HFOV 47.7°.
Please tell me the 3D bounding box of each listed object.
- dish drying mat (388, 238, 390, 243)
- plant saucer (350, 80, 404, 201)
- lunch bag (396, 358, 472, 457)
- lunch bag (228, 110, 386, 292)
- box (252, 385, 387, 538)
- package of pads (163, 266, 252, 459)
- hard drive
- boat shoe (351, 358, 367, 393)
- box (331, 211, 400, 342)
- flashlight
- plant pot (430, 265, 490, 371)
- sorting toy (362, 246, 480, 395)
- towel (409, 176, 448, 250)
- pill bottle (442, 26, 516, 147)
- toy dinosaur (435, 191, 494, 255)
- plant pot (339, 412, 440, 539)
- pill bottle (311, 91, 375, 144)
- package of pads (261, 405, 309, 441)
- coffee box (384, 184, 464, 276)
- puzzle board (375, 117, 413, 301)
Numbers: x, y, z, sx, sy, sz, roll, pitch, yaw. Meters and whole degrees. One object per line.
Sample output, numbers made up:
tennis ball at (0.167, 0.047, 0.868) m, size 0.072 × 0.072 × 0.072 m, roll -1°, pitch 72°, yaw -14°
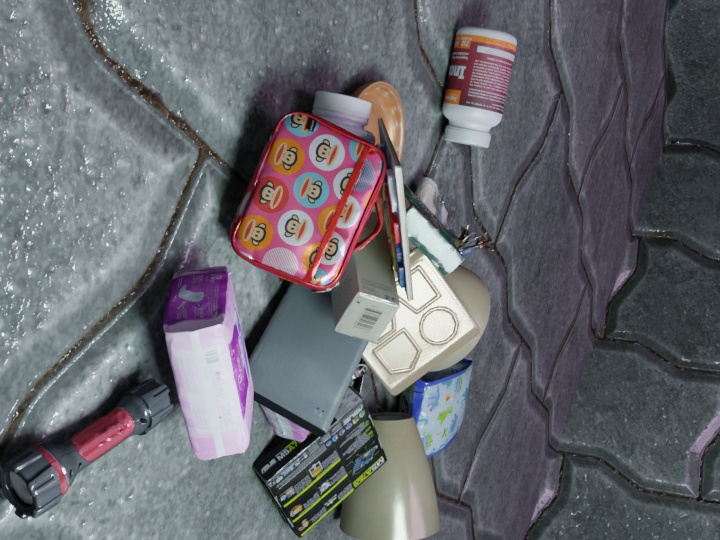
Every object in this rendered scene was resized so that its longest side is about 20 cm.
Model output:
dish drying mat at (0.015, 0.021, 1.392) m, size 0.077 × 0.018 × 0.202 m, roll 29°, pitch 77°, yaw -63°
plant saucer at (0.007, -0.190, 1.251) m, size 0.200 × 0.037 × 0.202 m, roll -37°, pitch 135°, yaw -49°
lunch bag at (0.136, 0.268, 1.628) m, size 0.200 × 0.126 × 0.172 m, roll -29°, pitch 129°, yaw -67°
lunch bag at (-0.056, -0.081, 1.020) m, size 0.202 × 0.175 × 0.082 m, roll -66°, pitch -167°, yaw 2°
box at (-0.058, 0.308, 1.300) m, size 0.200 × 0.047 × 0.194 m, roll -39°, pitch 141°, yaw -18°
package of pads at (-0.175, 0.110, 0.958) m, size 0.121 × 0.075 × 0.202 m, roll -100°, pitch -175°, yaw -56°
hard drive at (-0.070, 0.111, 1.140) m, size 0.201 × 0.139 × 0.033 m, roll -63°, pitch -175°, yaw -33°
boat shoe at (-0.015, 0.196, 1.365) m, size 0.067 × 0.057 × 0.202 m, roll -7°, pitch 114°, yaw -60°
box at (0.000, 0.000, 1.167) m, size 0.082 × 0.068 × 0.201 m, roll -57°, pitch -154°, yaw 35°
flashlight at (-0.282, 0.178, 0.860) m, size 0.200 × 0.067 × 0.069 m, roll -34°, pitch 130°, yaw -50°
plant pot at (0.107, 0.057, 1.429) m, size 0.134 × 0.199 × 0.202 m, roll 35°, pitch 70°, yaw -37°
sorting toy at (0.074, 0.083, 1.330) m, size 0.185 × 0.037 × 0.200 m, roll -37°, pitch 113°, yaw 3°
towel at (0.120, -0.068, 1.513) m, size 0.133 × 0.034 × 0.200 m, roll -67°, pitch 157°, yaw -17°
pill bottle at (0.212, -0.331, 1.484) m, size 0.113 × 0.112 × 0.202 m, roll -5°, pitch 107°, yaw -61°
toy dinosaur at (0.161, -0.036, 1.486) m, size 0.180 × 0.105 × 0.201 m, roll -19°, pitch 138°, yaw -38°
plant pot at (0.054, 0.367, 1.491) m, size 0.187 × 0.186 × 0.202 m, roll 1°, pitch 89°, yaw -62°
pill bottle at (-0.042, -0.135, 1.107) m, size 0.109 × 0.108 × 0.202 m, roll 0°, pitch 104°, yaw -62°
package of pads at (-0.077, 0.140, 1.215) m, size 0.201 × 0.075 × 0.121 m, roll -55°, pitch 147°, yaw -34°
coffee box at (0.094, -0.075, 1.292) m, size 0.044 × 0.123 × 0.200 m, roll -43°, pitch -164°, yaw 9°
puzzle board at (0.043, -0.082, 1.089) m, size 0.151 × 0.017 × 0.202 m, roll -104°, pitch -174°, yaw -56°
